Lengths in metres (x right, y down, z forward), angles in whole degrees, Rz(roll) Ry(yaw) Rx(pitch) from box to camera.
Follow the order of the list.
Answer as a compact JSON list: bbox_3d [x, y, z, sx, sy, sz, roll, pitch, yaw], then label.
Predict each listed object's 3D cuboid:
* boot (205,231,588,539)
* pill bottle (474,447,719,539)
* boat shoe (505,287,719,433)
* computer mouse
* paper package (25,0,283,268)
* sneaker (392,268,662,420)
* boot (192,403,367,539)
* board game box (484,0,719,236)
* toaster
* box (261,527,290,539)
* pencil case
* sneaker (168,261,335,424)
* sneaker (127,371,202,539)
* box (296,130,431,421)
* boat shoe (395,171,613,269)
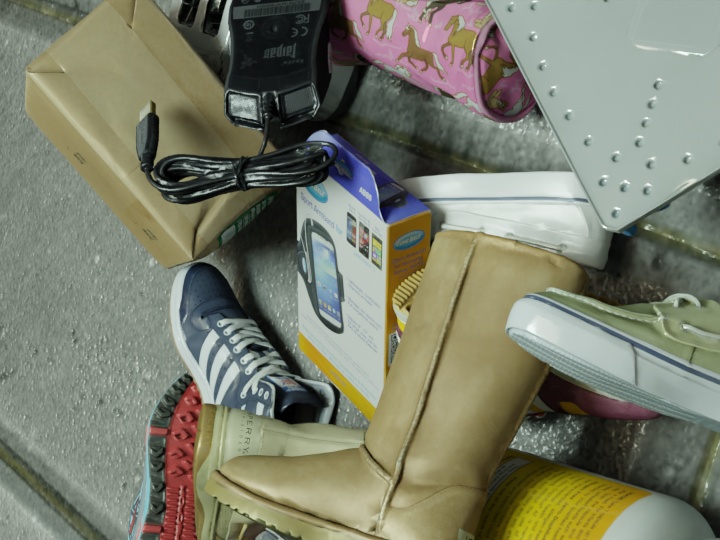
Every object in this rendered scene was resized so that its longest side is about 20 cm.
[{"bbox_3d":[0.021,0.071,0.820,0.174,0.066,0.201,17,77,21],"label":"boot"},{"bbox_3d":[0.134,0.175,0.802,0.199,0.112,0.114,11,92,48],"label":"pill bottle"},{"bbox_3d":[0.176,0.046,0.750,0.072,0.199,0.062,127,164,-81],"label":"boat shoe"},{"bbox_3d":[-0.082,-0.123,0.957,0.139,0.046,0.201,-9,57,9],"label":"computer mouse"},{"bbox_3d":[-0.159,-0.100,1.067,0.103,0.191,0.200,-43,7,-12],"label":"paper package"},{"bbox_3d":[0.113,0.062,0.886,0.199,0.075,0.091,20,138,33],"label":"sneaker"},{"bbox_3d":[-0.038,0.161,0.999,0.201,0.154,0.073,94,180,-55],"label":"boot"},{"bbox_3d":[0.190,-0.147,0.807,0.199,0.026,0.201,-32,59,17],"label":"board game box"},{"bbox_3d":[-0.061,-0.218,1.073,0.113,0.128,0.202,30,106,46],"label":"toaster"},{"bbox_3d":[-0.014,0.268,0.918,0.049,0.160,0.202,25,103,47],"label":"box"},{"bbox_3d":[0.046,-0.162,0.973,0.199,0.086,0.083,27,130,47],"label":"pencil case"},{"bbox_3d":[-0.084,0.073,1.094,0.108,0.070,0.202,-33,67,46],"label":"sneaker"},{"bbox_3d":[-0.159,0.178,1.150,0.095,0.079,0.202,-21,53,60],"label":"sneaker"},{"bbox_3d":[0.000,0.000,0.975,0.119,0.041,0.201,42,140,43],"label":"box"},{"bbox_3d":[0.080,-0.026,0.925,0.199,0.073,0.066,-2,78,49],"label":"boat shoe"}]
